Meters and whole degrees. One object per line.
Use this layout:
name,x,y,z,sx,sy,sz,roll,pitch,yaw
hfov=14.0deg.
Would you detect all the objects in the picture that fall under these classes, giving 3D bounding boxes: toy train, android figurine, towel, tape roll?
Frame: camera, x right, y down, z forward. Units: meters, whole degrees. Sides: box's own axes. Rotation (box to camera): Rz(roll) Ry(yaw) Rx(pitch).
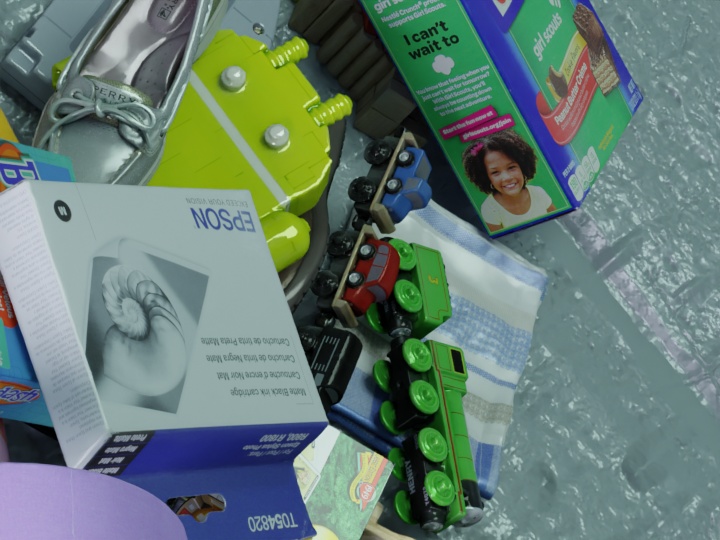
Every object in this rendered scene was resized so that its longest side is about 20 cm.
toy train,0.000,0.000,1.768,0.201,0.046,0.034,-68,154,-24
android figurine,-0.100,-0.067,1.720,0.200,0.041,0.182,-30,72,-16
toy train,0.039,0.069,1.777,0.056,0.042,0.201,16,52,-38
towel,0.043,0.039,1.841,0.147,0.024,0.200,32,46,-15
tape roll,-0.181,0.170,1.443,0.200,0.200,0.066,14,52,-30

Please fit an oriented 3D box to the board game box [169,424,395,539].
board game box,-0.065,0.164,1.625,0.105,0.023,0.200,31,60,-8

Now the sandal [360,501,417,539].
sandal,0.032,0.192,1.704,0.211,0.078,0.070,29,66,-11

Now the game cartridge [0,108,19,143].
game cartridge,-0.295,-0.080,1.638,0.200,0.032,0.177,-14,66,-39

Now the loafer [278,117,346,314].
loafer,-0.060,-0.032,1.783,0.071,0.073,0.200,22,40,-12

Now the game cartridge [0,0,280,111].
game cartridge,-0.129,-0.140,1.826,0.133,0.040,0.200,38,44,-5

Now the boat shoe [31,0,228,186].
boat shoe,-0.131,-0.115,1.676,0.074,0.065,0.202,25,61,8

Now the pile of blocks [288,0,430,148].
pile of blocks,0.000,-0.174,1.931,0.082,0.062,0.200,-26,79,-45

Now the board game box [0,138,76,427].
board game box,-0.216,-0.003,1.526,0.200,0.045,0.153,14,52,-51

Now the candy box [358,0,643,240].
candy box,0.091,-0.149,1.917,0.200,0.077,0.169,58,32,-16

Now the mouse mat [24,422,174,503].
mouse mat,-0.128,0.053,1.710,0.200,0.008,0.161,31,46,-18

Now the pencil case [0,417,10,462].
pencil case,-0.232,0.083,1.549,0.087,0.087,0.201,8,55,-34

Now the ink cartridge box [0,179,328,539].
ink cartridge box,-0.098,0.050,1.569,0.199,0.041,0.201,0,68,-56
